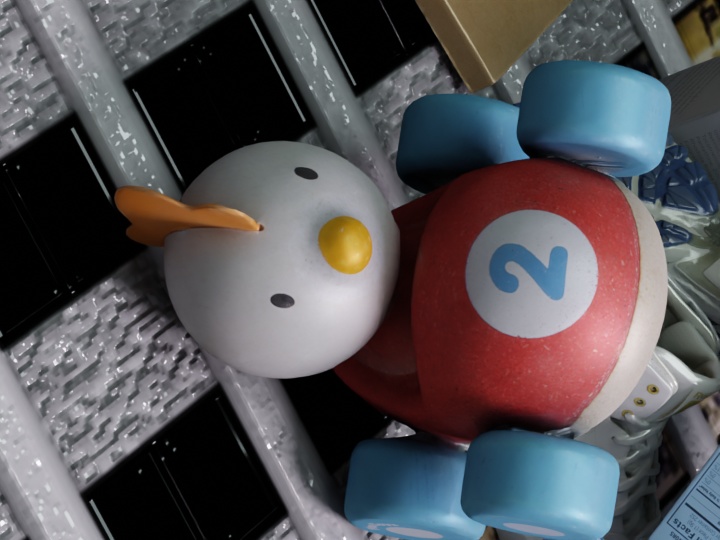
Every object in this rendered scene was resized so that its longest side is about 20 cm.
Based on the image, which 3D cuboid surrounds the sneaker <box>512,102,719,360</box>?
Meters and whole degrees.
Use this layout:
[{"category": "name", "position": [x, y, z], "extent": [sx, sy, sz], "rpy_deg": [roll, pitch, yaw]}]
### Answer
[{"category": "sneaker", "position": [0.137, -0.002, 1.255], "extent": [0.200, 0.085, 0.077], "rpy_deg": [36, 49, 10]}]

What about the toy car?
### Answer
[{"category": "toy car", "position": [0.000, 0.000, 1.073], "extent": [0.199, 0.177, 0.185], "rpy_deg": [15, 77, -29]}]

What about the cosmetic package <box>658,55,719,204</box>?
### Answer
[{"category": "cosmetic package", "position": [0.209, -0.070, 1.279], "extent": [0.102, 0.200, 0.074], "rpy_deg": [-43, 108, -45]}]

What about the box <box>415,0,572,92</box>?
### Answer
[{"category": "box", "position": [0.044, -0.207, 1.284], "extent": [0.200, 0.021, 0.164], "rpy_deg": [58, 44, -15]}]

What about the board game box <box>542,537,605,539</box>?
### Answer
[{"category": "board game box", "position": [0.095, 0.236, 1.153], "extent": [0.151, 0.037, 0.200], "rpy_deg": [45, 60, -27]}]

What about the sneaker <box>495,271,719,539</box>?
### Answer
[{"category": "sneaker", "position": [0.115, 0.079, 1.193], "extent": [0.074, 0.115, 0.201], "rpy_deg": [-36, 106, -48]}]

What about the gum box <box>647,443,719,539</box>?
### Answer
[{"category": "gum box", "position": [0.217, 0.074, 1.200], "extent": [0.045, 0.200, 0.170], "rpy_deg": [40, 6, 25]}]
